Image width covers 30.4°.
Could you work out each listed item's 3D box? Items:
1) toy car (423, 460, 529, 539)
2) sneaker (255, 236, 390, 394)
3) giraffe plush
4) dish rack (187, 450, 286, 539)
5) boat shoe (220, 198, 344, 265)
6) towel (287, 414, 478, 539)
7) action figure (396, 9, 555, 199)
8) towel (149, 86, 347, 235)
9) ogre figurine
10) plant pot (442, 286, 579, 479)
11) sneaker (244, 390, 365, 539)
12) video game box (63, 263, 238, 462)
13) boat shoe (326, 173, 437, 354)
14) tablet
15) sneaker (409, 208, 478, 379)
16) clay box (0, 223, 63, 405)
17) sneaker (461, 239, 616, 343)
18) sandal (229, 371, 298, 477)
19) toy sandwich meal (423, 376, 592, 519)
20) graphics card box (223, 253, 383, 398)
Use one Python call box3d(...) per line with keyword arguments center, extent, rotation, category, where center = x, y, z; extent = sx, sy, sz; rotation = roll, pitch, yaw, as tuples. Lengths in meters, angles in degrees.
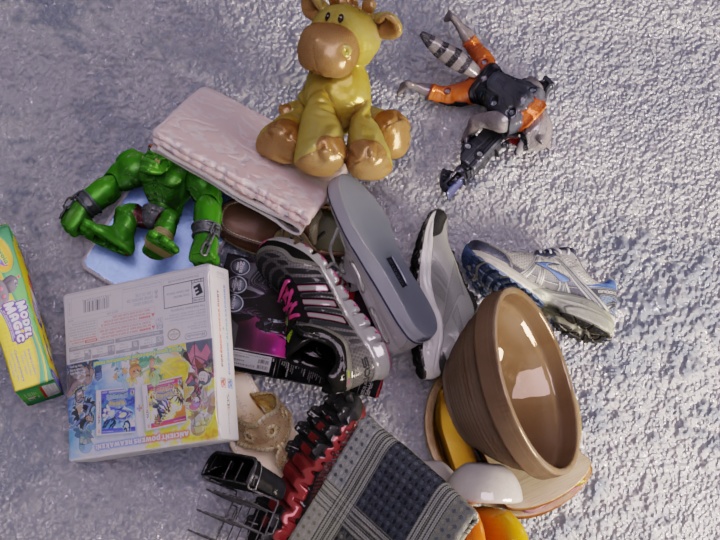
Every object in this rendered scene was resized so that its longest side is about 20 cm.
box3d(center=(0.072, 0.288, 1.373), extent=(0.149, 0.198, 0.178), rotation=(6, 83, -42), category="toy car")
box3d(center=(-0.057, 0.050, 1.401), extent=(0.087, 0.074, 0.200), rotation=(-30, 73, -34), category="sneaker")
box3d(center=(-0.021, -0.214, 1.453), extent=(0.170, 0.201, 0.164), rotation=(6, 120, -1), category="giraffe plush")
box3d(center=(-0.150, 0.294, 1.377), extent=(0.054, 0.153, 0.202), rotation=(28, 75, -19), category="dish rack")
box3d(center=(-0.061, -0.050, 1.499), extent=(0.197, 0.074, 0.077), rotation=(8, 78, -7), category="boat shoe")
box3d(center=(0.011, 0.275, 1.316), extent=(0.192, 0.034, 0.201), rotation=(35, 94, 45), category="towel")
box3d(center=(0.136, -0.190, 1.547), extent=(0.192, 0.105, 0.201), rotation=(33, 73, 11), category="action figure")
box3d(center=(-0.120, -0.127, 1.474), extent=(0.198, 0.191, 0.032), rotation=(30, 117, 0), category="towel")
box3d(center=(-0.229, -0.075, 1.463), extent=(0.098, 0.198, 0.121), rotation=(45, 57, -41), category="ogre figurine")
box3d(center=(0.149, 0.127, 1.392), extent=(0.092, 0.200, 0.204), rotation=(-21, 78, 27), category="plant pot")
box3d(center=(-0.040, 0.225, 1.425), extent=(0.097, 0.071, 0.202), rotation=(27, 95, -29), category="sneaker")
box3d(center=(-0.226, 0.102, 1.413), extent=(0.197, 0.047, 0.185), rotation=(-11, 74, 26), category="video game box")
box3d(center=(0.003, 0.000, 1.441), extent=(0.086, 0.074, 0.204), rotation=(-32, 85, 32), category="boat shoe")
box3d(center=(-0.215, -0.055, 1.517), extent=(0.129, 0.014, 0.202), rotation=(31, 76, 1), category="tablet")
box3d(center=(0.096, 0.027, 1.497), extent=(0.078, 0.074, 0.203), rotation=(1, 67, -7), category="sneaker")
box3d(center=(-0.372, 0.037, 1.424), extent=(0.047, 0.115, 0.203), rotation=(-16, 80, -11), category="clay box")
box3d(center=(0.209, 0.008, 1.531), extent=(0.198, 0.077, 0.086), rotation=(27, 65, -8), category="sneaker")
box3d(center=(-0.118, 0.159, 1.449), extent=(0.077, 0.070, 0.213), rotation=(-32, 83, -13), category="sandal")
box3d(center=(0.166, 0.176, 1.479), extent=(0.202, 0.070, 0.209), rotation=(2, 77, -7), category="toy sandwich meal")
box3d(center=(-0.065, 0.060, 1.469), extent=(0.197, 0.051, 0.127), rotation=(11, 55, -3), category="graphics card box")
